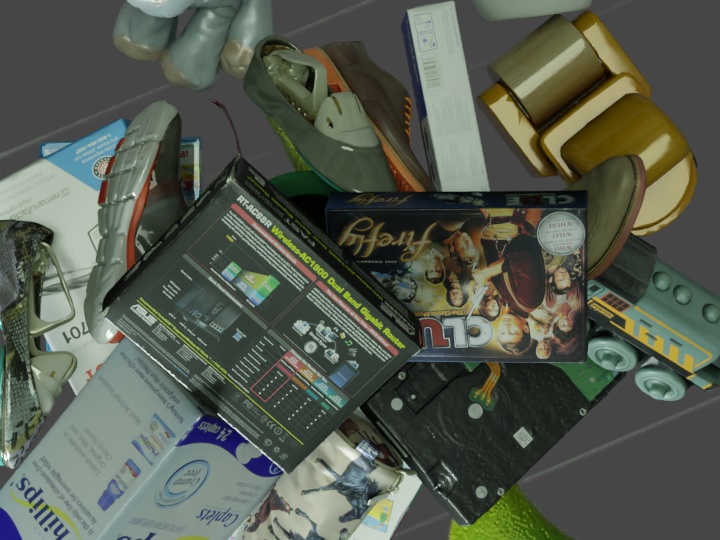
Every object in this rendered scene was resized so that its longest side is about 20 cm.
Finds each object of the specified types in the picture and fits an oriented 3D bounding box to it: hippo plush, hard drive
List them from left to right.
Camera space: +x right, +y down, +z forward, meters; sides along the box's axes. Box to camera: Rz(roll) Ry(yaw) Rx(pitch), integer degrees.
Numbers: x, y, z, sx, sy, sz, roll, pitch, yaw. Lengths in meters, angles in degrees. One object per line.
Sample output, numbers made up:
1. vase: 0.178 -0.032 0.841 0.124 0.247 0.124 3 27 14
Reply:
1. hippo plush: -0.123 -0.240 1.345 0.199 0.161 0.160 -24 91 -1
2. hard drive: 0.115 0.103 1.392 0.200 0.038 0.140 -42 92 -17

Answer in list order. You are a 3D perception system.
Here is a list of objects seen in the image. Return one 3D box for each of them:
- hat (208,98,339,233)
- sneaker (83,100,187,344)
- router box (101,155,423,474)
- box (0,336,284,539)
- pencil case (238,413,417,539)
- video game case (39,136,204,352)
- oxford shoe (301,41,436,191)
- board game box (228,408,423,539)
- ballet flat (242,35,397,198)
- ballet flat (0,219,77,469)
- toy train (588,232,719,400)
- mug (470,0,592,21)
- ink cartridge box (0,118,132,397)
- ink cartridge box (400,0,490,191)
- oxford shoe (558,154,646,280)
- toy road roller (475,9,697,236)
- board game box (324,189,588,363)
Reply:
1. hat: -0.075 -0.016 1.375 0.165 0.176 0.201 28 86 -26
2. sneaker: -0.165 -0.035 1.304 0.082 0.077 0.201 13 88 -31
3. router box: -0.073 0.035 1.226 0.200 0.062 0.150 43 106 -14
4. box: -0.174 0.172 1.316 0.105 0.184 0.200 43 97 28
5. pencil case: -0.044 0.216 1.343 0.089 0.078 0.200 38 97 30
6. video game case: -0.207 -0.014 1.418 0.142 0.018 0.201 -2 91 -1
7. oxford shoe: 0.021 -0.125 1.366 0.073 0.071 0.200 -23 62 -21
8. board game box: -0.034 0.188 1.412 0.153 0.040 0.201 31 90 -1
9. ballet flat: -0.033 -0.128 1.309 0.067 0.200 0.064 -7 128 -36
10. ballet flat: -0.259 0.054 1.276 0.072 0.072 0.201 -5 77 -1
11. toy train: 0.238 0.036 1.361 0.200 0.114 0.085 32 59 -12
12. mug: 0.161 -0.303 1.345 0.199 0.147 0.176 0 102 33
13. ink cartridge box: -0.213 -0.007 1.367 0.146 0.086 0.201 -28 90 -2
14. ink cartridge box: 0.075 -0.123 1.386 0.044 0.094 0.201 -11 90 -1
15. oxford shoe: 0.148 -0.024 1.280 0.075 0.071 0.200 18 131 -27
16. toy road roller: 0.201 -0.120 1.362 0.123 0.146 0.200 -38 91 -1
17. board game box: 0.077 0.006 1.256 0.199 0.035 0.136 0 118 9
